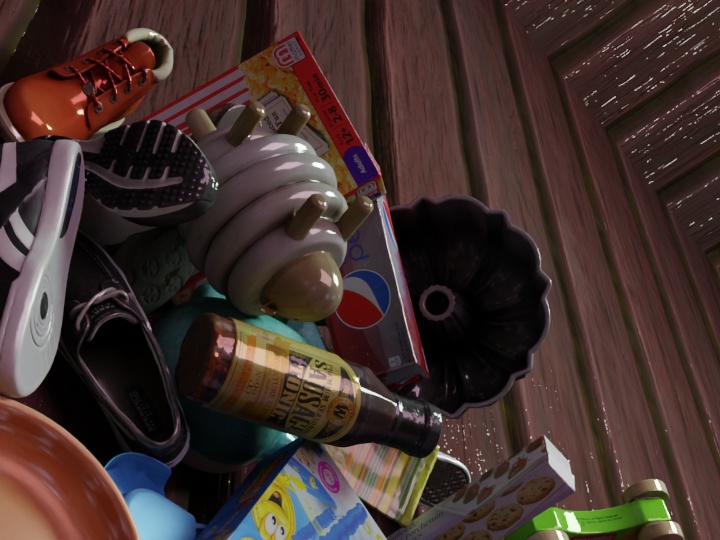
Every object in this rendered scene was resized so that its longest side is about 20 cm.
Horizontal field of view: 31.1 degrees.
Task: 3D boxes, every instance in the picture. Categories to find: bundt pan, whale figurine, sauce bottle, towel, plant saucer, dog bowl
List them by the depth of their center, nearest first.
[{"bbox_3d":[-0.207,0.158,0.700,0.199,0.037,0.202,32,36,-26],"label":"plant saucer"},{"bbox_3d":[-0.116,0.204,0.855,0.200,0.049,0.112,41,26,-34],"label":"dog bowl"},{"bbox_3d":[-0.031,0.086,0.912,0.198,0.066,0.067,19,38,-27],"label":"sauce bottle"},{"bbox_3d":[-0.079,0.073,1.000,0.199,0.104,0.161,-12,68,-50],"label":"whale figurine"},{"bbox_3d":[-0.026,0.130,1.083,0.199,0.018,0.087,34,48,-11],"label":"towel"},{"bbox_3d":[0.073,0.039,1.147,0.204,0.200,0.076,65,3,22],"label":"bundt pan"}]

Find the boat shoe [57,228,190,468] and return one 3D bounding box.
[{"bbox_3d":[-0.172,0.041,0.891,0.072,0.071,0.201,-31,80,-24],"label":"boat shoe"}]

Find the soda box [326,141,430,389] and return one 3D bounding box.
[{"bbox_3d":[0.000,0.000,1.098,0.063,0.069,0.203,48,28,-68],"label":"soda box"}]

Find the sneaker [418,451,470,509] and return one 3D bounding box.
[{"bbox_3d":[0.004,0.161,1.175,0.199,0.073,0.084,34,-6,-28],"label":"sneaker"}]

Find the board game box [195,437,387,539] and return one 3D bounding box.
[{"bbox_3d":[-0.025,0.234,0.862,0.201,0.056,0.196,56,20,-4],"label":"board game box"}]

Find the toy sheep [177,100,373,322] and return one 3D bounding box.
[{"bbox_3d":[-0.073,-0.046,0.952,0.137,0.138,0.201,18,36,-57],"label":"toy sheep"}]

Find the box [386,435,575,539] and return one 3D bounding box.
[{"bbox_3d":[0.086,0.210,1.070,0.041,0.199,0.039,46,20,-22],"label":"box"}]

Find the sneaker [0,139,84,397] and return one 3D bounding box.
[{"bbox_3d":[-0.245,-0.003,0.823,0.074,0.110,0.202,92,0,-46],"label":"sneaker"}]

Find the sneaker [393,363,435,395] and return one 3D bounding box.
[{"bbox_3d":[0.062,0.073,1.263,0.080,0.115,0.200,40,6,-15],"label":"sneaker"}]

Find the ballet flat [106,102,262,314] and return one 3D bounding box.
[{"bbox_3d":[-0.146,-0.048,1.019,0.067,0.202,0.046,40,-17,-35],"label":"ballet flat"}]

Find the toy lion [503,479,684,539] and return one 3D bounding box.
[{"bbox_3d":[0.233,0.298,1.331,0.197,0.193,0.069,-1,47,-16],"label":"toy lion"}]

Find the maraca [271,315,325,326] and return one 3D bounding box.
[{"bbox_3d":[-0.067,-0.010,1.177,0.138,0.106,0.199,60,22,9],"label":"maraca"}]

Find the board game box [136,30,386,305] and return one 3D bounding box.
[{"bbox_3d":[-0.100,-0.083,1.077,0.153,0.198,0.046,59,-2,19],"label":"board game box"}]

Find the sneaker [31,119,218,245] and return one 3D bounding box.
[{"bbox_3d":[-0.171,-0.057,0.936,0.080,0.198,0.074,47,58,-43],"label":"sneaker"}]

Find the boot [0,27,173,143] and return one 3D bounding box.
[{"bbox_3d":[-0.222,-0.149,1.049,0.075,0.107,0.200,54,23,-8],"label":"boot"}]
